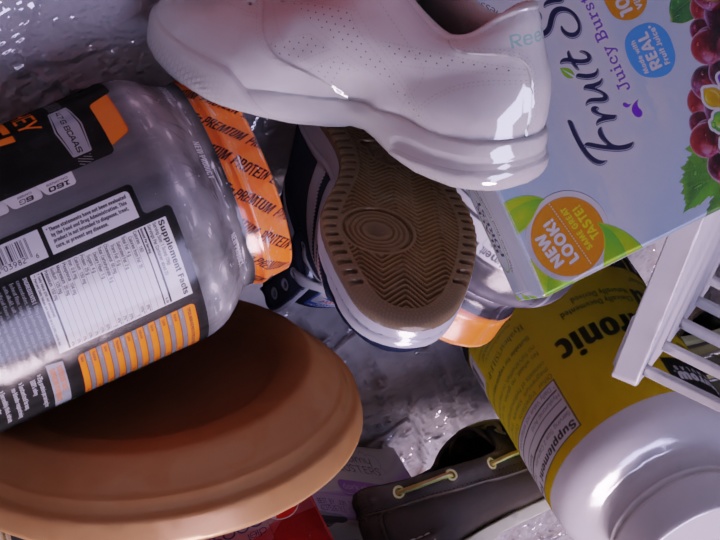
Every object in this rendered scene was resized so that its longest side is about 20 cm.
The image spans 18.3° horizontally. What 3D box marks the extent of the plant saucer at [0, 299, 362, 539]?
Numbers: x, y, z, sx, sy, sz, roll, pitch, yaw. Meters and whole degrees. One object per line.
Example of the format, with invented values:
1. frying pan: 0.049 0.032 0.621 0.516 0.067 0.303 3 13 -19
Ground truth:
1. plant saucer: -0.098 0.061 1.034 0.199 0.200 0.038 -16 118 -24

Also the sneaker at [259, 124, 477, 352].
1. sneaker: 0.000 0.000 1.016 0.069 0.201 0.109 6 124 -14

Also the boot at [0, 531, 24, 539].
1. boot: -0.244 0.146 1.067 0.137 0.078 0.200 -14 166 -30

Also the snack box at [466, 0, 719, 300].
1. snack box: 0.093 -0.108 0.982 0.141 0.201 0.053 -26 -178 -10

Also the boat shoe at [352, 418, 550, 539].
1. boat shoe: 0.070 0.118 1.274 0.071 0.061 0.201 -18 -175 41

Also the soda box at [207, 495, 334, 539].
1. soda box: -0.033 0.188 1.204 0.063 0.070 0.201 -25 144 -6

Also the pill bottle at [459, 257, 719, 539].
1. pill bottle: 0.139 0.082 1.222 0.110 0.201 0.112 -17 139 -15

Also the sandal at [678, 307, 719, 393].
1. sandal: 0.188 0.048 1.361 0.199 0.058 0.080 -11 147 -6

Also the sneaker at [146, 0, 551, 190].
1. sneaker: -0.003 -0.104 0.929 0.075 0.199 0.089 -29 131 -48

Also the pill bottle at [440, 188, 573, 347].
1. pill bottle: 0.086 -0.056 1.106 0.106 0.107 0.201 4 131 -41

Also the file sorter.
1. file sorter: 0.229 -0.009 1.151 0.140 0.124 0.200 -69 168 20

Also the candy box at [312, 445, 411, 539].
1. candy box: -0.076 0.186 1.293 0.167 0.072 0.200 12 125 -45

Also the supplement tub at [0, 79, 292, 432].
1. supplement tub: -0.138 -0.005 0.973 0.199 0.123 0.123 -24 144 -14
